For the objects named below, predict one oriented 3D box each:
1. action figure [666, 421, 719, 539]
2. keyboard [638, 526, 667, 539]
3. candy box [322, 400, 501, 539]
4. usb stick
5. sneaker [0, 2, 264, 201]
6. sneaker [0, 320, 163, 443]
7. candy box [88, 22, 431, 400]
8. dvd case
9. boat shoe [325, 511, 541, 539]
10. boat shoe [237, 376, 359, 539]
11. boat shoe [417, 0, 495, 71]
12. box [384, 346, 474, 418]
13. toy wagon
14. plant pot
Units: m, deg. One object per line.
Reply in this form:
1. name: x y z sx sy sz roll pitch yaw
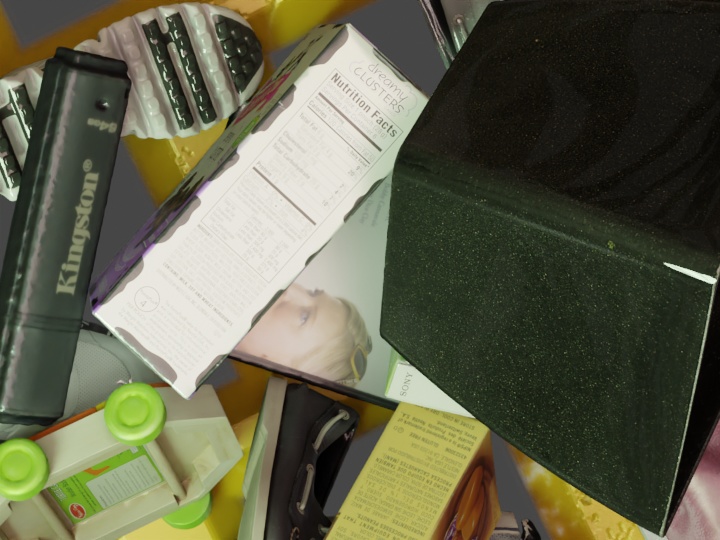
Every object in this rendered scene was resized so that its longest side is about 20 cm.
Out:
1. action figure: 0.156 0.082 1.578 0.199 0.134 0.149 28 137 3
2. keyboard: 0.201 0.160 1.631 0.056 0.011 0.201 -29 99 2
3. candy box: 0.008 0.179 1.468 0.056 0.117 0.201 23 66 18
4. usb stick: -0.162 -0.016 1.461 0.055 0.032 0.202 10 94 -44
5. sneaker: -0.148 -0.098 1.523 0.199 0.081 0.076 -21 103 -25
6. sneaker: -0.205 0.068 1.511 0.198 0.115 0.076 3 97 -8
7. candy box: -0.055 -0.037 1.473 0.071 0.168 0.200 41 89 -7
8. dvd case: 0.000 0.000 1.579 0.199 0.018 0.144 18 93 -10
9. boat shoe: 0.014 0.192 1.557 0.198 0.093 0.075 -8 127 -7
10. boat shoe: -0.034 0.138 1.510 0.062 0.201 0.073 12 131 -6
11. boat shoe: 0.038 -0.183 1.535 0.071 0.070 0.202 -31 103 -9
12. box: 0.095 0.002 1.507 0.143 0.201 0.036 13 136 -4
13. toy wagon: -0.162 0.125 1.510 0.199 0.155 0.040 -25 66 -4
14. plant pot: 0.116 -0.022 1.390 0.176 0.200 0.200 18 138 14
